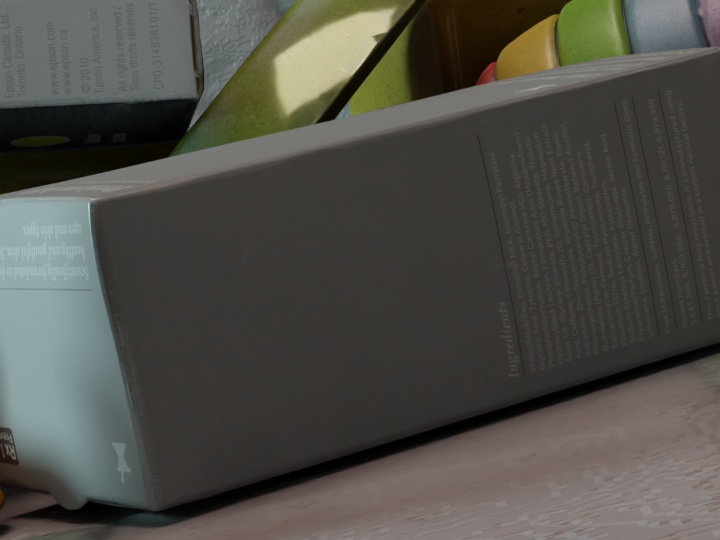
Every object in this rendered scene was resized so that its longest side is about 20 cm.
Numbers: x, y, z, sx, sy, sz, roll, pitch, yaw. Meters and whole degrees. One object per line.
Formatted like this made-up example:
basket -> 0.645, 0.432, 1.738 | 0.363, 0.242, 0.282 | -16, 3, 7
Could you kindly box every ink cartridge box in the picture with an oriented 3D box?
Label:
ink cartridge box -> -0.154, -0.050, 0.906 | 0.200, 0.047, 0.198 | -5, -4, -7

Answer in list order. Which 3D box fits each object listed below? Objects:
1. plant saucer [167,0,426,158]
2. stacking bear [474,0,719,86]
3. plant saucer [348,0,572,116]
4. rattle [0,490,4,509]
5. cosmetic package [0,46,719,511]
plant saucer -> -0.041, -0.033, 0.936 | 0.200, 0.031, 0.200 | -51, 2, 2
stacking bear -> 0.081, -0.040, 0.976 | 0.200, 0.122, 0.114 | -21, 14, 17
plant saucer -> 0.096, -0.071, 1.056 | 0.200, 0.200, 0.048 | -13, 41, -3
rattle -> -0.138, -0.021, 0.696 | 0.130, 0.200, 0.143 | -9, 5, 45
cosmetic package -> 0.000, 0.000, 0.789 | 0.200, 0.090, 0.107 | -12, 5, -31
